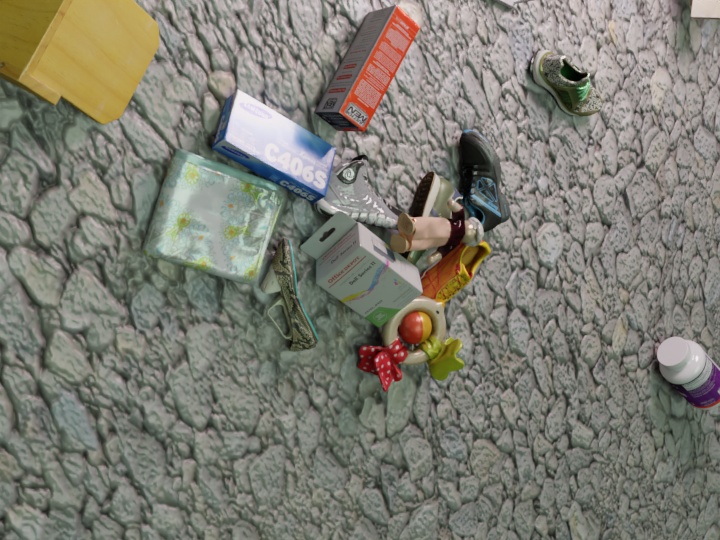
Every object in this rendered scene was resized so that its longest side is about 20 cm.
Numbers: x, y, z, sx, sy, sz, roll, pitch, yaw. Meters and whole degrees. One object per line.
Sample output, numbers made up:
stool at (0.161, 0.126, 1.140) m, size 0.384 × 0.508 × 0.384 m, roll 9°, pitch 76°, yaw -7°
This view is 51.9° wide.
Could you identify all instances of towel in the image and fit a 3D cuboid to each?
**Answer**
towel at (-0.230, -0.081, 1.181) m, size 0.197 × 0.048 × 0.175 m, roll 18°, pitch 90°, yaw -30°

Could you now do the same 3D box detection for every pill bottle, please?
pill bottle at (0.798, 0.244, 1.783) m, size 0.199 × 0.112 × 0.114 m, roll 39°, pitch 81°, yaw -28°

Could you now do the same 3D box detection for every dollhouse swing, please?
dollhouse swing at (-0.416, -0.336, 1.036) m, size 0.179 × 0.176 × 0.203 m, roll 26°, pitch 86°, yaw 12°

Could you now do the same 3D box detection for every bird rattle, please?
bird rattle at (0.091, 0.127, 1.374) m, size 0.195 × 0.113 × 0.167 m, roll 0°, pitch 102°, yaw -13°

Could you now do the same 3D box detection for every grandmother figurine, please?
grandmother figurine at (0.148, -0.071, 1.319) m, size 0.197 × 0.061 × 0.123 m, roll -1°, pitch 130°, yaw -39°

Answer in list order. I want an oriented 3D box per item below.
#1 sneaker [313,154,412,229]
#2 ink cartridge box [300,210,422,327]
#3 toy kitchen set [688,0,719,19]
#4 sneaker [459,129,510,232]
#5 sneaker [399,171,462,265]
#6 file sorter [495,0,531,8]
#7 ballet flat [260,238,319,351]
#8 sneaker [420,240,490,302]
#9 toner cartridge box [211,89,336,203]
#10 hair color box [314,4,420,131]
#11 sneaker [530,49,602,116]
sneaker at (0.018, -0.139, 1.296) m, size 0.196 × 0.075 × 0.118 m, roll 9°, pitch 93°, yaw -29°
ink cartridge box at (0.000, 0.000, 1.284) m, size 0.199 × 0.068 × 0.117 m, roll 36°, pitch 119°, yaw -29°
toy kitchen set at (0.760, -0.618, 1.621) m, size 0.195 × 0.180 × 0.168 m, roll 5°, pitch 95°, yaw 11°
sneaker at (0.225, -0.166, 1.405) m, size 0.081 × 0.073 × 0.203 m, roll -31°, pitch 113°, yaw -20°
sneaker at (0.131, -0.073, 1.372) m, size 0.088 × 0.067 × 0.204 m, roll 22°, pitch 85°, yaw -25°
file sorter at (0.285, -0.603, 1.327) m, size 0.136 × 0.124 × 0.205 m, roll 11°, pitch 94°, yaw -30°
ballet flat at (-0.128, 0.050, 1.259) m, size 0.074 × 0.068 × 0.204 m, roll -17°, pitch 111°, yaw -8°
sneaker at (0.166, 0.015, 1.403) m, size 0.073 × 0.077 × 0.202 m, roll 35°, pitch 91°, yaw -30°
toner cartridge box at (-0.135, -0.197, 1.196) m, size 0.197 × 0.043 × 0.097 m, roll 26°, pitch 63°, yaw -31°
hair color box at (0.010, -0.335, 1.237) m, size 0.061 × 0.101 × 0.203 m, roll 31°, pitch 85°, yaw -29°
sneaker at (0.427, -0.368, 1.471) m, size 0.197 × 0.088 × 0.078 m, roll 24°, pitch 88°, yaw -31°
